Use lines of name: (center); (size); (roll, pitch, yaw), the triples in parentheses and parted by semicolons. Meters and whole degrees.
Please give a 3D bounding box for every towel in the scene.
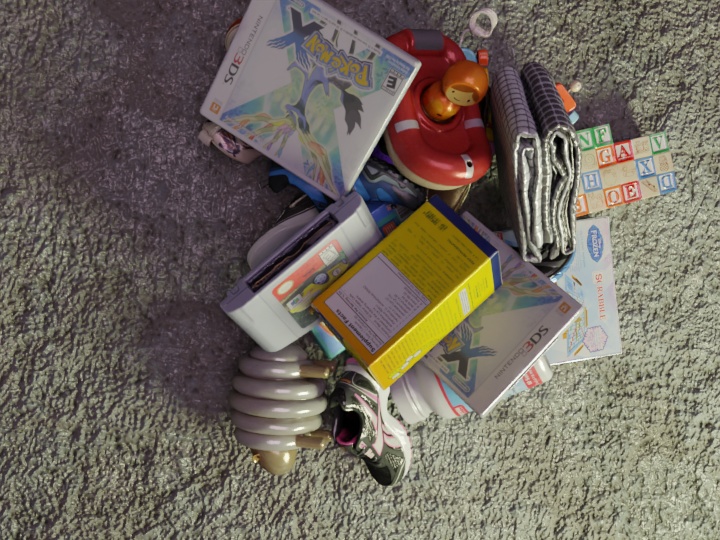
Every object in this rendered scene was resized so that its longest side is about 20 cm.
towel: (0.217, -0.130, 0.975); (0.085, 0.166, 0.200); (-11, 131, 6)

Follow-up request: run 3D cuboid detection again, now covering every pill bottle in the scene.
pill bottle: (0.140, 0.128, 1.055); (0.200, 0.109, 0.109); (-25, 99, 13)

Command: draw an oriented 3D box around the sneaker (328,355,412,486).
sneaker: (0.000, 0.209, 1.034); (0.086, 0.080, 0.200); (-46, 127, -41)

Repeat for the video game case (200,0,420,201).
video game case: (-0.061, -0.206, 0.907); (0.200, 0.022, 0.183); (33, 112, 4)

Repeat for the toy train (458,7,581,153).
toy train: (0.192, -0.249, 1.085); (0.200, 0.056, 0.150); (43, 104, -13)

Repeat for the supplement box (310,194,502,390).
supplement box: (0.059, 0.028, 0.957); (0.200, 0.110, 0.109); (-41, 65, -6)

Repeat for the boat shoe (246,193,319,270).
boat shoe: (-0.065, -0.065, 1.045); (0.200, 0.064, 0.071); (-33, 134, -11)

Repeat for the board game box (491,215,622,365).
board game box: (0.262, 0.033, 1.134); (0.199, 0.041, 0.201); (-7, 95, -11)

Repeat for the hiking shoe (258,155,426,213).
hiking shoe: (-0.019, -0.105, 0.985); (0.200, 0.074, 0.087); (22, 103, 7)

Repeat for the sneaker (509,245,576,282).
sneaker: (0.194, -0.006, 1.061); (0.199, 0.071, 0.083); (-22, 103, -4)

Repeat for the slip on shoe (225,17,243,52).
slip on shoe: (-0.078, -0.285, 1.031); (0.200, 0.061, 0.074); (5, 127, -23)

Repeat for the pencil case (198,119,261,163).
pencil case: (-0.108, -0.217, 0.982); (0.200, 0.078, 0.089); (-43, 147, 18)

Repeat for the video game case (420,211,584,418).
video game case: (0.142, 0.050, 1.004); (0.182, 0.022, 0.200); (-46, 64, -2)

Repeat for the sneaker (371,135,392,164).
sneaker: (0.044, -0.197, 1.043); (0.069, 0.100, 0.201); (2, 92, -11)

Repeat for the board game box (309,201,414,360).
board game box: (0.000, 0.000, 1.044); (0.200, 0.045, 0.152); (-36, 124, -10)

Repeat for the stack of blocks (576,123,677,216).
stack of blocks: (0.335, -0.145, 1.134); (0.200, 0.059, 0.115); (-14, 95, -12)

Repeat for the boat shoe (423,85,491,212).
boat shoe: (0.121, -0.150, 1.051); (0.075, 0.075, 0.203); (12, 109, -4)

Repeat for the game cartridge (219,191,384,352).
game cartridge: (-0.057, 0.008, 0.943); (0.200, 0.133, 0.041); (-40, 61, -4)

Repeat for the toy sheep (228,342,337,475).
toy sheep: (-0.101, 0.158, 1.014); (0.138, 0.138, 0.201); (4, 88, -13)

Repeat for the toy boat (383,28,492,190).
toy boat: (0.099, -0.198, 0.932); (0.130, 0.131, 0.201); (-9, 81, -30)
